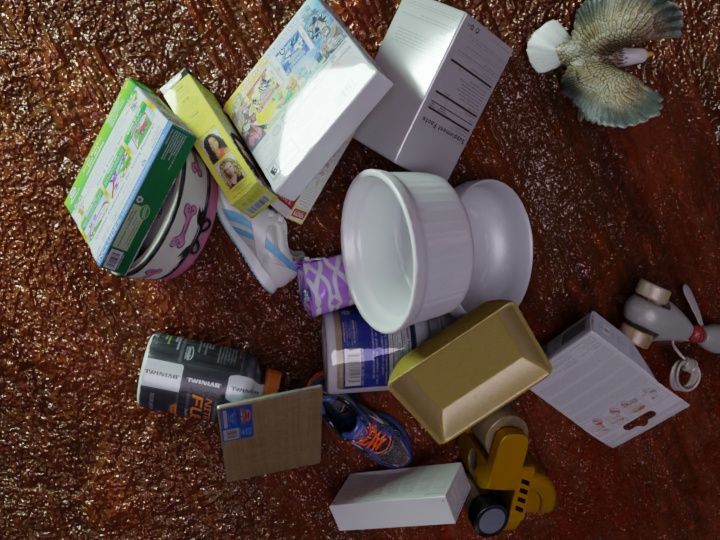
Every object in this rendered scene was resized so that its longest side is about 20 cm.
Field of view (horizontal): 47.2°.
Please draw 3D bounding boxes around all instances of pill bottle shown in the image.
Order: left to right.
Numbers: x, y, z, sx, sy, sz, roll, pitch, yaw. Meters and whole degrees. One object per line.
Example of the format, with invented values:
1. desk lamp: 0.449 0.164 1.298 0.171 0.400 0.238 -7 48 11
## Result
1. pill bottle: -0.215 0.162 1.192 0.195 0.106 0.109 12 102 -6
2. pill bottle: 0.044 0.112 1.190 0.194 0.120 0.123 -3 103 -7

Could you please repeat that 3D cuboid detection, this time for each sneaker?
1. sneaker: -0.152 -0.069 1.166 0.080 0.077 0.202 -34 109 -4
2. sneaker: -0.002 0.238 1.238 0.198 0.079 0.076 37 99 -11

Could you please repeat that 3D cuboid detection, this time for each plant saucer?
1. plant saucer: 0.147 0.131 1.129 0.198 0.049 0.200 -34 137 6

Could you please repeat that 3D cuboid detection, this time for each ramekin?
1. ramekin: 0.058 -0.029 1.043 0.096 0.199 0.206 -8 105 -27

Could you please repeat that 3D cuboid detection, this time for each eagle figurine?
1. eagle figurine: 0.323 -0.280 1.080 0.150 0.200 0.153 -35 103 5

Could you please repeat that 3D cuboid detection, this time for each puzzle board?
1. puzzle board: -0.129 0.237 1.198 0.147 0.018 0.203 -9 138 -12

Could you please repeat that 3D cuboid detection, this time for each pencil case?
1. pencil case: 0.000 0.000 1.166 0.196 0.084 0.088 -16 95 -16

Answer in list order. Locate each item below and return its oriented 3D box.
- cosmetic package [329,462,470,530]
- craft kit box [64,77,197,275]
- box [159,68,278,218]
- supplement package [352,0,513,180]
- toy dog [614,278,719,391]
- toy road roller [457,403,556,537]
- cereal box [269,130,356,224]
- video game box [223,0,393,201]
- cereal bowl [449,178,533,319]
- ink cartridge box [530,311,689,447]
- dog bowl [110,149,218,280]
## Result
1. cosmetic package: 0.058 0.337 1.220 0.196 0.082 0.052 -14 105 30
2. craft kit box: -0.306 -0.128 1.077 0.048 0.197 0.203 22 104 -43
3. box: -0.187 -0.168 1.089 0.050 0.075 0.202 -37 72 7
4. supplement package: 0.087 -0.238 1.093 0.118 0.121 0.203 16 105 -47
5. toy dog: 0.457 0.076 1.242 0.199 0.096 0.132 40 95 -26
6. toy road roller: 0.227 0.294 1.250 0.142 0.123 0.205 4 108 -17
7. cereal box: -0.080 -0.185 1.112 0.039 0.143 0.203 20 104 -53
8. video game box: -0.074 -0.224 1.063 0.200 0.184 0.046 -46 147 18
9. cereal bowl: 0.155 -0.026 1.161 0.197 0.082 0.206 -1 91 -43
10. ink cartridge box: 0.360 0.167 1.226 0.198 0.048 0.160 35 132 -12
11. dog bowl: -0.264 -0.079 1.097 0.073 0.200 0.203 23 103 -40
